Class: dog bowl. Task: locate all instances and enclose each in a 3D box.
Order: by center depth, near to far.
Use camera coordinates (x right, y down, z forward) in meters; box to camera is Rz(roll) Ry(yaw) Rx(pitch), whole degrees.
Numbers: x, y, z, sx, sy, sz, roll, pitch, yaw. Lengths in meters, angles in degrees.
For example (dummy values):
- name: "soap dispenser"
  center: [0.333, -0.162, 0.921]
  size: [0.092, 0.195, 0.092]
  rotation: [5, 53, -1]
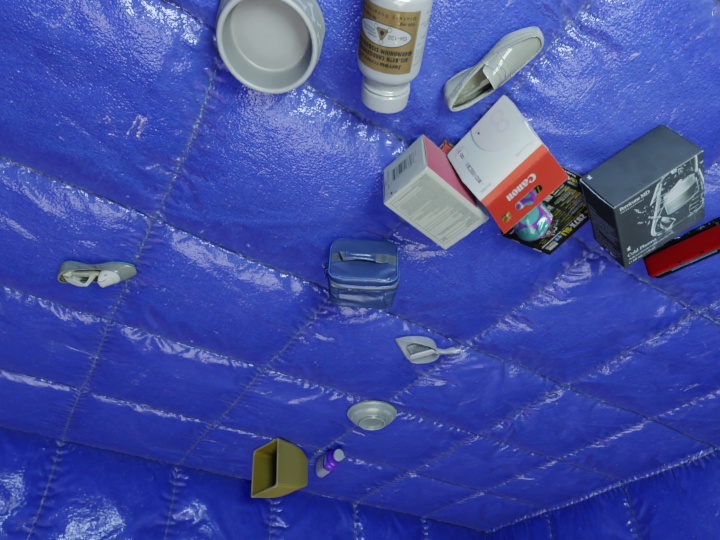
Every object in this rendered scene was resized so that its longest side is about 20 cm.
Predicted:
- name: "dog bowl"
  center: [-0.157, -0.399, 0.895]
  size: [0.193, 0.060, 0.203]
  rotation: [-1, 139, -1]

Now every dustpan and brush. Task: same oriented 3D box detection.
- name: "dustpan and brush"
  center: [0.219, 0.250, 1.631]
  size: [0.195, 0.058, 0.141]
  rotation: [-16, 136, 17]

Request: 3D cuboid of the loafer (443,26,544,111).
- name: "loafer"
  center: [0.239, -0.354, 0.936]
  size: [0.198, 0.071, 0.069]
  rotation: [-31, 131, 31]

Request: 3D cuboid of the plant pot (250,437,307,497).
- name: "plant pot"
  center: [-0.334, 0.864, 2.238]
  size: [0.198, 0.198, 0.194]
  rotation: [28, 132, -36]

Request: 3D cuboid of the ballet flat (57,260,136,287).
- name: "ballet flat"
  center: [-0.689, 0.016, 1.362]
  size: [0.193, 0.065, 0.068]
  rotation: [3, 140, -4]

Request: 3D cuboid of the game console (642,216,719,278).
- name: "game console"
  center: [0.812, -0.028, 1.272]
  size: [0.197, 0.121, 0.171]
  rotation: [-30, 131, 30]

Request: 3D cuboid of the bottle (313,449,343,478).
- name: "bottle"
  center: [-0.138, 0.843, 2.288]
  size: [0.064, 0.085, 0.200]
  rotation: [20, 136, -21]

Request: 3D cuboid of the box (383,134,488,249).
- name: "box"
  center: [0.157, -0.161, 1.098]
  size: [0.198, 0.111, 0.127]
  rotation: [31, 131, -31]

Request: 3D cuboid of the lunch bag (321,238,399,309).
- name: "lunch bag"
  center: [0.000, 0.000, 1.289]
  size: [0.193, 0.139, 0.134]
  rotation: [3, 139, -1]

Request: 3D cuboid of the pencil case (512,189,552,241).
- name: "pencil case"
  center: [0.331, -0.164, 1.102]
  size: [0.091, 0.086, 0.201]
  rotation: [-17, 121, 45]

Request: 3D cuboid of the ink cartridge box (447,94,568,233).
- name: "ink cartridge box"
  center: [0.274, -0.204, 0.999]
  size: [0.056, 0.203, 0.162]
  rotation: [12, 134, -44]

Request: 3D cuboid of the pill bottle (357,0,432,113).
- name: "pill bottle"
  center: [0.052, -0.378, 0.875]
  size: [0.111, 0.117, 0.203]
  rotation: [4, 139, -4]

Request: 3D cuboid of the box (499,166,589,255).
- name: "box"
  center: [0.441, -0.135, 1.204]
  size: [0.156, 0.050, 0.201]
  rotation: [16, 136, -21]

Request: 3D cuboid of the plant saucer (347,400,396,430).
- name: "plant saucer"
  center: [0.045, 0.568, 2.002]
  size: [0.193, 0.051, 0.203]
  rotation: [0, 139, 0]

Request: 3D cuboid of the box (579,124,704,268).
- name: "box"
  center: [0.590, -0.151, 1.089]
  size: [0.197, 0.125, 0.197]
  rotation: [-33, 131, 7]

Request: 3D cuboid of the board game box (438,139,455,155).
- name: "board game box"
  center: [0.232, -0.202, 1.149]
  size: [0.196, 0.020, 0.103]
  rotation: [22, 135, -23]
